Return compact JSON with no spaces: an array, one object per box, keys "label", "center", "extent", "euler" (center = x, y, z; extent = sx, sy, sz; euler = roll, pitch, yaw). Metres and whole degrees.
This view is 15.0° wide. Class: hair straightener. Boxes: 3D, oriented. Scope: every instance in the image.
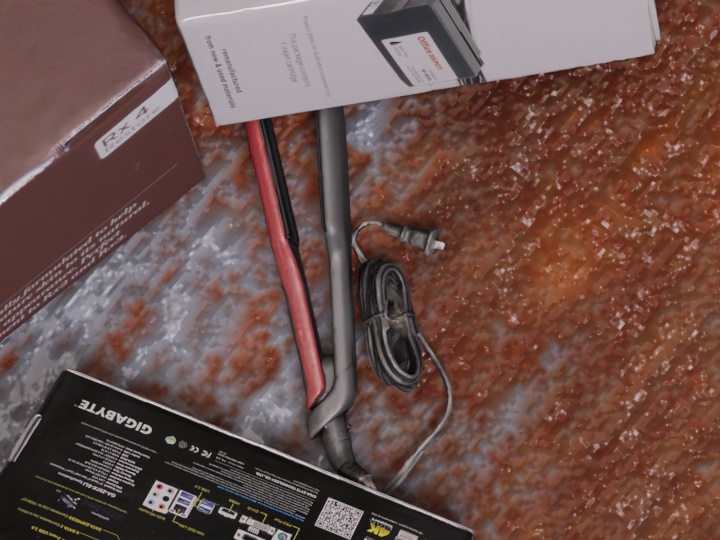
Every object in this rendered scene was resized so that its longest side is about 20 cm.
[{"label":"hair straightener","center":[0.000,0.000,1.199],"extent":[0.076,0.041,0.201],"euler":[-12,76,6]}]

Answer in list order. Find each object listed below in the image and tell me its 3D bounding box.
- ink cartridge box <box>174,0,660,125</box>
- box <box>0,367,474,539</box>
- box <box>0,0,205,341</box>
[{"label":"ink cartridge box","center":[0.021,-0.158,1.182],"extent":[0.199,0.084,0.145],"euler":[-9,59,6]},{"label":"box","center":[-0.070,0.143,1.139],"extent":[0.199,0.049,0.160],"euler":[20,50,8]},{"label":"box","center":[-0.195,-0.085,1.172],"extent":[0.166,0.164,0.200],"euler":[-39,78,-7]}]
